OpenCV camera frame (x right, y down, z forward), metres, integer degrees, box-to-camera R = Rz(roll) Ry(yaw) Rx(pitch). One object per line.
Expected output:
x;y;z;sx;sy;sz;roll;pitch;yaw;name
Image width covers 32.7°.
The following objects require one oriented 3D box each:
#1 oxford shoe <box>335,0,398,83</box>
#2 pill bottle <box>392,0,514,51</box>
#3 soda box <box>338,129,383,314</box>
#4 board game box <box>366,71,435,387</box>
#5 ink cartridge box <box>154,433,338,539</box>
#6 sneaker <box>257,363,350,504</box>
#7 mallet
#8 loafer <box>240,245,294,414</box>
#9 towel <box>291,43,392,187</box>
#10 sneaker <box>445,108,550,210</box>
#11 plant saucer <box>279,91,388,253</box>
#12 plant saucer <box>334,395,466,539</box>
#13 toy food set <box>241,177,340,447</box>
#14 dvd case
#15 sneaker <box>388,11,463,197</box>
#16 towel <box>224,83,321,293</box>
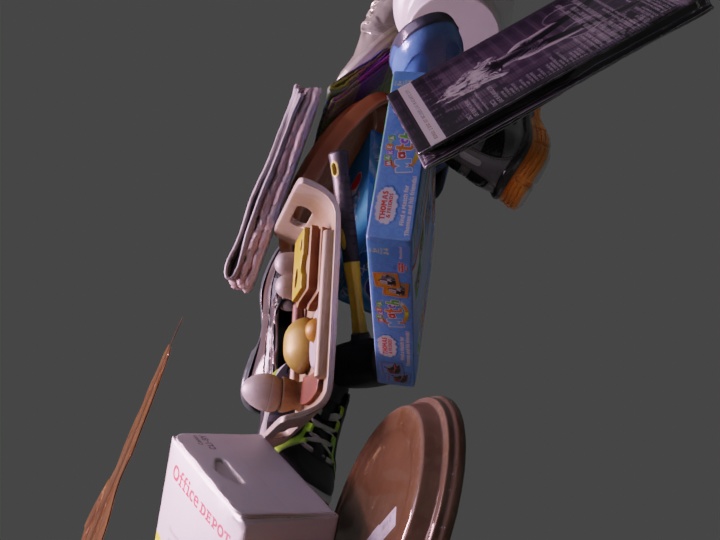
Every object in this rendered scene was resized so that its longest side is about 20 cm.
0.027;-0.266;1.354;0.201;0.057;0.075;-52;-9;-19;oxford shoe
0.086;-0.266;1.140;0.114;0.112;0.201;-57;18;36;pill bottle
0.020;-0.045;1.152;0.068;0.063;0.201;-58;17;33;soda box
0.034;-0.027;0.944;0.201;0.036;0.153;84;-167;-55;board game box
-0.099;0.245;0.940;0.145;0.082;0.203;32;115;55;ink cartridge box
-0.048;0.131;1.121;0.083;0.071;0.201;-47;27;16;sneaker
0.000;0.000;1.032;0.065;0.041;0.204;2;96;47;mallet
-0.079;0.064;1.385;0.062;0.071;0.203;-3;71;53;loafer
0.002;-0.176;1.308;0.200;0.023;0.145;-44;-16;-42;towel
0.097;-0.123;0.960;0.201;0.076;0.079;-92;26;-62;sneaker
-0.024;-0.097;1.275;0.201;0.032;0.201;-52;-15;-19;plant saucer
0.017;0.182;0.888;0.201;0.029;0.201;-59;17;29;plant saucer
-0.062;0.040;1.025;0.144;0.059;0.203;127;147;-69;toy food set
0.115;-0.140;0.806;0.198;0.016;0.149;-28;23;4;dvd case
0.063;-0.136;1.054;0.201;0.065;0.079;94;157;-60;sneaker
-0.087;-0.076;1.199;0.191;0.032;0.203;164;126;-86;towel
